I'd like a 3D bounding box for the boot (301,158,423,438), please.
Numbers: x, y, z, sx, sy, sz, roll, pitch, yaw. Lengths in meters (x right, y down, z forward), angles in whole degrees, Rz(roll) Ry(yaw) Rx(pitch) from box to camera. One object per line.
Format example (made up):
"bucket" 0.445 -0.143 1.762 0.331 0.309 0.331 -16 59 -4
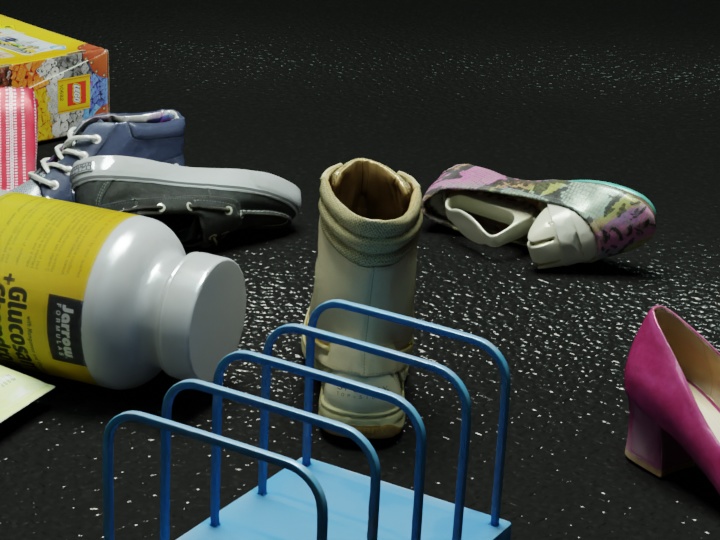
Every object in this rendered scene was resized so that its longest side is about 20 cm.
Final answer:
"boot" 0.000 0.000 1.237 0.073 0.156 0.200 2 21 -2

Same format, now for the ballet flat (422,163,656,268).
"ballet flat" 0.131 -0.038 1.500 0.200 0.069 0.071 14 41 37

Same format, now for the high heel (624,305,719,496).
"high heel" 0.233 0.092 1.108 0.067 0.096 0.200 -12 25 -35

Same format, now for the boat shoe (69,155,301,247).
"boat shoe" -0.132 -0.046 1.479 0.200 0.057 0.069 6 -19 -36

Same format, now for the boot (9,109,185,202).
"boot" -0.228 -0.074 1.494 0.200 0.090 0.073 -11 25 -32

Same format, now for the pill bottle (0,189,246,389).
"pill bottle" -0.180 0.014 1.238 0.200 0.112 0.112 11 22 21

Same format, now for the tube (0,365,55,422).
"tube" -0.294 0.058 1.204 0.200 0.052 0.058 16 65 20

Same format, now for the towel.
"towel" -0.365 -0.114 1.583 0.200 0.023 0.145 7 42 -14

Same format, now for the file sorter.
"file sorter" -0.023 0.108 0.998 0.139 0.123 0.200 15 23 28

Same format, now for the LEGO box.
"LEGO box" -0.350 -0.177 1.770 0.149 0.077 0.200 -17 28 -42
